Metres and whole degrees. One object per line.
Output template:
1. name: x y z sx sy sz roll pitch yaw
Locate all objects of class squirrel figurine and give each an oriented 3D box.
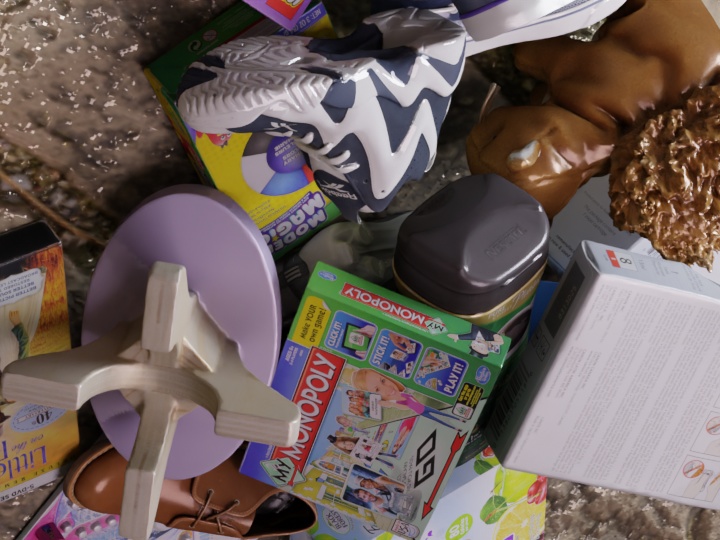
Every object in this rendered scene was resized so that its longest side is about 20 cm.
1. squirrel figurine: 0.174 -0.089 1.738 0.187 0.200 0.142 -38 148 -25

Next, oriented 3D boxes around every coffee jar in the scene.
1. coffee jar: 0.066 0.033 1.729 0.104 0.085 0.200 -39 151 -35

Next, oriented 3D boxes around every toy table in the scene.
1. toy table: -0.123 0.060 1.631 0.184 0.117 0.200 -1 113 8

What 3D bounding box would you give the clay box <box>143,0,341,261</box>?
1. clay box: -0.051 -0.086 1.676 0.115 0.048 0.200 -36 139 -9

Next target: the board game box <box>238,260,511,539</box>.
1. board game box: 0.006 0.090 1.710 0.200 0.134 0.029 111 1 -47

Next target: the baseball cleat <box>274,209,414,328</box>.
1. baseball cleat: 0.000 0.000 1.790 0.106 0.070 0.200 -22 164 28

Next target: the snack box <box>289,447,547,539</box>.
1. snack box: 0.045 0.200 1.971 0.200 0.068 0.169 -28 144 -20

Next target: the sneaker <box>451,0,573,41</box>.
1. sneaker: 0.108 -0.240 1.609 0.200 0.081 0.147 -32 100 -38

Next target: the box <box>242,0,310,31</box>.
1. box: -0.072 -0.241 1.518 0.200 0.039 0.137 29 96 -49

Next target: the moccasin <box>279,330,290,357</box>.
1. moccasin: -0.015 0.080 1.818 0.074 0.078 0.201 -16 167 38

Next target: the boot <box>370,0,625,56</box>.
1. boot: 0.098 -0.199 1.679 0.200 0.073 0.090 -23 141 -21

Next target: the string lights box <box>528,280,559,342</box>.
1. string lights box: 0.171 0.058 1.853 0.103 0.200 0.059 44 64 -39

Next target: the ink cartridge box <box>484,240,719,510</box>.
1. ink cartridge box: 0.204 0.073 1.737 0.200 0.050 0.162 12 119 -25

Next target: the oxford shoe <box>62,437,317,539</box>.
1. oxford shoe: -0.110 0.150 1.777 0.200 0.071 0.071 5 122 -39

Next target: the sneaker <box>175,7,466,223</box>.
1. sneaker: -0.024 -0.080 1.603 0.199 0.079 0.130 -21 126 -37

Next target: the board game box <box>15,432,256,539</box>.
1. board game box: -0.121 0.160 1.850 0.200 0.026 0.200 -50 140 9

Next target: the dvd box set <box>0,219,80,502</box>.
1. dvd box set: -0.253 0.074 1.664 0.146 0.029 0.200 -21 135 -24

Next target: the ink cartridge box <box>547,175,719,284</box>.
1. ink cartridge box: 0.242 -0.037 1.930 0.200 0.084 0.145 -42 139 -1
